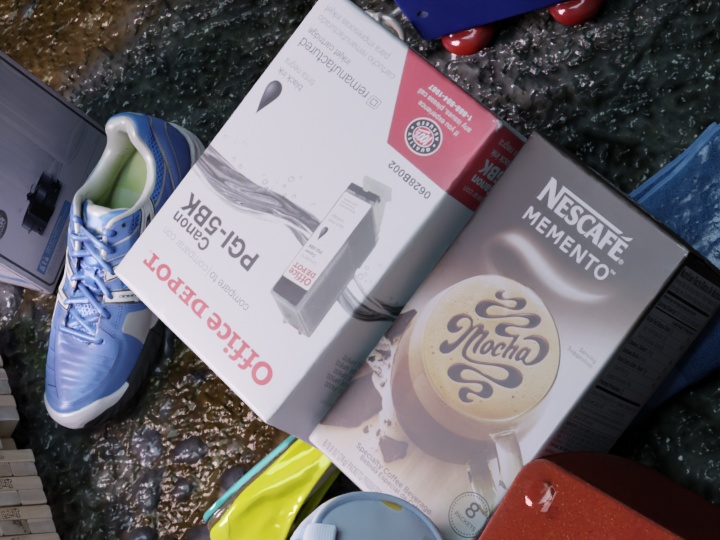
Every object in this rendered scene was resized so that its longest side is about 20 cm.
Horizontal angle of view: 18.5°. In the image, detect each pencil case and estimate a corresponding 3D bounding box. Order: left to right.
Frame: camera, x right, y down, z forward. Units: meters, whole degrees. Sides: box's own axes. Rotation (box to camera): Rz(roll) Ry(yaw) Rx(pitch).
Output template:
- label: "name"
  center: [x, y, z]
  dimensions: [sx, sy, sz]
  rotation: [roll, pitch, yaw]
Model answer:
- label: "pencil case"
  center: [-0.024, 0.183, 1.127]
  dimensions: [0.090, 0.200, 0.083]
  rotation: [33, 55, -5]

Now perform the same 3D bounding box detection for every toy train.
- label: "toy train"
  center: [0.048, -0.194, 1.315]
  dimensions: [0.199, 0.085, 0.116]
  rotation: [-14, 53, 23]

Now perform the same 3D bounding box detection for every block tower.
- label: "block tower"
  center: [-0.234, 0.115, 1.338]
  dimensions: [0.058, 0.054, 0.201]
  rotation: [-58, 44, 41]

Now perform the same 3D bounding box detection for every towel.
- label: "towel"
  center: [0.149, 0.018, 1.186]
  dimensions: [0.200, 0.049, 0.112]
  rotation: [-35, 58, 11]

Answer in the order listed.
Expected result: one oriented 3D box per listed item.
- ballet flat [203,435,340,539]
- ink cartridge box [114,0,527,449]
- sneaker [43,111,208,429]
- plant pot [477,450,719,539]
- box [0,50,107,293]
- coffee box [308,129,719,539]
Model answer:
- label: "ballet flat"
  center: [-0.003, 0.095, 1.235]
  dimensions: [0.067, 0.067, 0.200]
  rotation: [43, 96, 13]
- label: "ink cartridge box"
  center: [-0.015, -0.025, 1.186]
  dimensions: [0.147, 0.083, 0.200]
  rotation: [41, 96, 32]
- label: "sneaker"
  center: [-0.156, -0.003, 1.343]
  dimensions: [0.075, 0.077, 0.201]
  rotation: [8, 75, 29]
- label: "plant pot"
  center: [0.129, 0.195, 1.044]
  dimensions: [0.199, 0.176, 0.200]
  rotation: [29, 84, 35]
- label: "box"
  center: [-0.244, -0.075, 1.347]
  dimensions: [0.060, 0.200, 0.117]
  rotation: [14, 76, 32]
- label: "coffee box"
  center: [0.083, 0.046, 1.134]
  dimensions: [0.113, 0.080, 0.200]
  rotation: [40, 98, 30]
